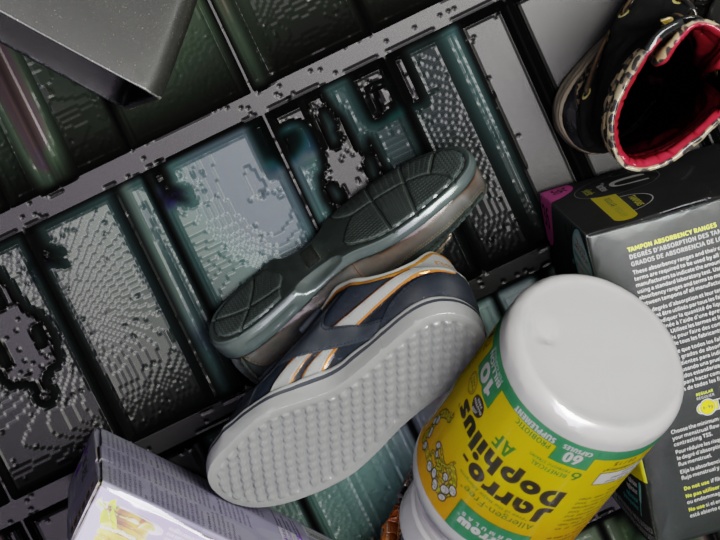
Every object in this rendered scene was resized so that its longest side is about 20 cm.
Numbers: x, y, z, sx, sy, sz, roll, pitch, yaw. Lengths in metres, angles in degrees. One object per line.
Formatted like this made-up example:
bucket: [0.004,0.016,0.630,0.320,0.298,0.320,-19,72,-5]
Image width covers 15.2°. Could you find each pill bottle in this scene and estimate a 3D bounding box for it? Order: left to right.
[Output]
pill bottle: [0.097,0.101,1.564,0.112,0.113,0.200,23,139,-9]

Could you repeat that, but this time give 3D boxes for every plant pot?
plant pot: [-0.170,-0.218,1.551,0.199,0.199,0.178,29,87,-10]

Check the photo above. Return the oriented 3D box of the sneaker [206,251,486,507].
sneaker: [-0.010,0.065,1.630,0.200,0.080,0.078,-34,126,17]

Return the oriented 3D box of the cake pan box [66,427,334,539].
cake pan box: [-0.087,0.165,1.624,0.184,0.200,0.052,28,93,-9]

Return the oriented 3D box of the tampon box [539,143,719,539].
tampon box: [0.200,0.042,1.649,0.126,0.150,0.201,-15,102,-5]

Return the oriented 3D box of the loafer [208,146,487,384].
loafer: [0.000,0.000,1.674,0.200,0.072,0.063,-35,120,9]

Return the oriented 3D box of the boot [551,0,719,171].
boot: [0.196,-0.145,1.611,0.073,0.151,0.200,39,96,-11]

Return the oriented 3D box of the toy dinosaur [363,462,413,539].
toy dinosaur: [0.025,0.216,1.672,0.102,0.136,0.200,28,56,5]
